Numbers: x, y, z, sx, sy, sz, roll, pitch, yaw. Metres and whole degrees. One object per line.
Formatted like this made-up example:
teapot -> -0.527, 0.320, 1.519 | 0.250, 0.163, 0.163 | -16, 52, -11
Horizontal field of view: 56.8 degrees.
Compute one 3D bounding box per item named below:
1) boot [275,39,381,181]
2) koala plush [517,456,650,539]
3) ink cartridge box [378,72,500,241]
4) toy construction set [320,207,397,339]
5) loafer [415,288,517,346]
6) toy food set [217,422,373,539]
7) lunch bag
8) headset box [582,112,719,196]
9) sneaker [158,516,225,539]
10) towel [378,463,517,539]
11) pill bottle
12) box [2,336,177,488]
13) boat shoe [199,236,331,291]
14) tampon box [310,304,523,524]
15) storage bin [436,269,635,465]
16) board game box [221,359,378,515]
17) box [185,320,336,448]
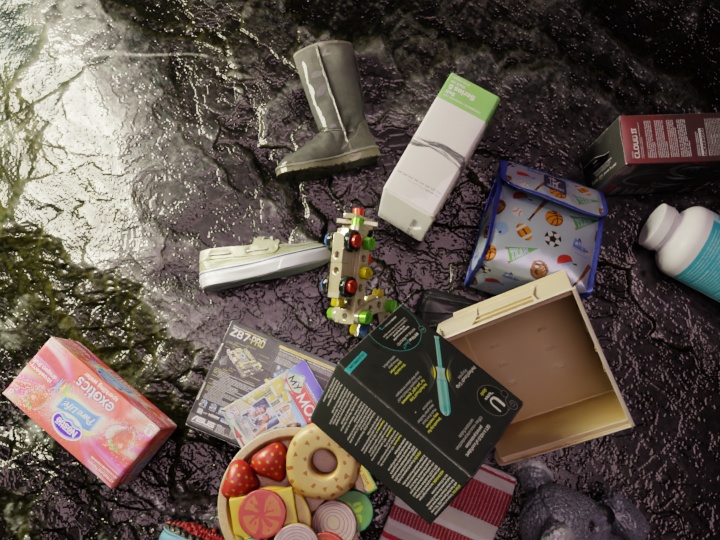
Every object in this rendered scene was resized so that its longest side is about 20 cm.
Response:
boot -> -0.068, -0.248, 1.028 | 0.181, 0.073, 0.201 | -16, 86, -18
koala plush -> 0.266, 0.350, 0.846 | 0.183, 0.178, 0.200 | -28, 116, 17
ink cartridge box -> 0.111, -0.160, 0.977 | 0.084, 0.146, 0.201 | 30, 79, 4
toy construction set -> 0.000, 0.000, 0.960 | 0.092, 0.131, 0.201 | -15, 76, 38
loafer -> 0.179, 0.080, 0.976 | 0.200, 0.068, 0.071 | 12, 87, 6
toy food set -> -0.085, 0.304, 0.861 | 0.199, 0.049, 0.199 | -10, 83, -4
lunch bag -> 0.262, -0.059, 0.979 | 0.169, 0.124, 0.201 | 19, 66, 2
headset box -> 0.435, -0.168, 0.987 | 0.199, 0.149, 0.078 | -3, 78, -3
sneaker -> -0.188, 0.417, 0.905 | 0.199, 0.079, 0.096 | 24, 92, 10
towel -> 0.112, 0.344, 0.911 | 0.143, 0.023, 0.201 | 22, 98, 5
pill bottle -> 0.518, -0.021, 0.979 | 0.199, 0.111, 0.111 | 28, 80, 3
box -> -0.370, 0.194, 0.922 | 0.200, 0.095, 0.103 | 39, 81, 6
boat shoe -> -0.144, -0.019, 0.982 | 0.199, 0.072, 0.062 | -12, 82, -1
tampon box -> 0.069, 0.177, 0.836 | 0.200, 0.127, 0.150 | 39, 44, 15
storage bin -> 0.226, 0.132, 0.895 | 0.198, 0.094, 0.201 | -23, 101, 18
board game box -> -0.083, 0.242, 0.909 | 0.134, 0.029, 0.201 | -30, 84, -5
box -> -0.125, 0.183, 0.955 | 0.199, 0.049, 0.162 | 22, 82, 3
